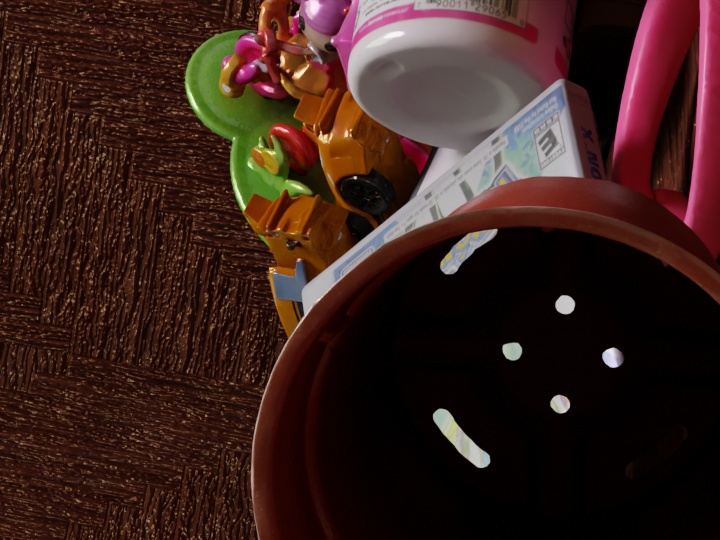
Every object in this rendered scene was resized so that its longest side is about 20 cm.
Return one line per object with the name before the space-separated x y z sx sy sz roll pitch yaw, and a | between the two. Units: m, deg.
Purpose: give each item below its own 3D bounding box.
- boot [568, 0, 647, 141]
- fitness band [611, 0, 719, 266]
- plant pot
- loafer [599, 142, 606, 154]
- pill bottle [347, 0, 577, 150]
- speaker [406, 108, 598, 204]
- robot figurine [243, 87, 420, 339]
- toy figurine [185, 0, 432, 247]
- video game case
boot | 0.144 -0.188 1.573 0.175 0.066 0.201 125 157 -66
fitness band | 0.150 -0.080 1.317 0.200 0.037 0.144 -98 18 -76
plant pot | 0.073 0.054 1.087 0.195 0.200 0.202 -60 -19 -75
loafer | 0.103 -0.049 1.756 0.075 0.069 0.201 -84 5 -48
pill bottle | 0.062 -0.174 1.494 0.113 0.113 0.201 106 175 -63
speaker | 0.056 -0.009 1.514 0.081 0.081 0.201 106 -172 -65
robot figurine | 0.000 0.000 1.567 0.145 0.058 0.200 -63 -28 -30
toy figurine | -0.005 -0.119 1.659 0.150 0.200 0.184 -40 -15 -30
video game case | 0.049 0.033 1.370 0.200 0.022 0.183 -38 44 34
